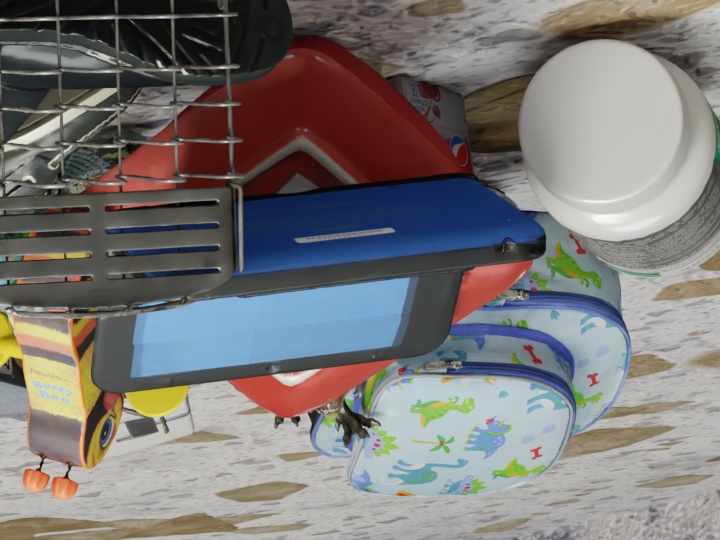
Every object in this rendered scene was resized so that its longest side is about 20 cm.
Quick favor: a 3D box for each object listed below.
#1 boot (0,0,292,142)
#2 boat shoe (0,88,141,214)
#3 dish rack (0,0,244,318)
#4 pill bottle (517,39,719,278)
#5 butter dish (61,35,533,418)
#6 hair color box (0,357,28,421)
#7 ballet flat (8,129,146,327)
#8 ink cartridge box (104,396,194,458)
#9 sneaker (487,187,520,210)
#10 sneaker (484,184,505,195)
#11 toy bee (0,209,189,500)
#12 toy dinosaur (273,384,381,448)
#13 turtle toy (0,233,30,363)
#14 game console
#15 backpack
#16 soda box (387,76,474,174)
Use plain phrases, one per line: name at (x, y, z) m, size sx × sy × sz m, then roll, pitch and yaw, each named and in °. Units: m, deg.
boot at (-0.152, -0.105, 1.361) m, size 0.199 × 0.077 × 0.168 m, roll 4°, pitch 161°, yaw -22°
boat shoe at (-0.189, -0.053, 1.470) m, size 0.199 × 0.075 × 0.066 m, roll -32°, pitch 126°, yaw 4°
dish rack at (-0.116, -0.078, 1.252) m, size 0.153 × 0.201 × 0.055 m, roll -3°, pitch -175°, yaw -19°
pill bottle at (0.158, -0.065, 1.655) m, size 0.113 × 0.113 × 0.200 m, roll -11°, pitch 168°, yaw 13°
butter dish at (-0.031, -0.049, 1.555) m, size 0.199 × 0.148 × 0.200 m, roll -33°, pitch 121°, yaw 28°
hair color box at (-0.252, 0.039, 1.897) m, size 0.060 × 0.099 × 0.200 m, roll -13°, pitch 167°, yaw 17°
ballet flat at (-0.195, -0.003, 1.647) m, size 0.200 × 0.074 × 0.074 m, roll -44°, pitch 158°, yaw 11°
ink cartridge box at (-0.164, 0.031, 1.800) m, size 0.083 × 0.145 × 0.200 m, roll -14°, pitch 168°, yaw -5°
sneaker at (0.000, 0.000, 1.659) m, size 0.200 × 0.071 × 0.080 m, roll -8°, pitch 170°, yaw 4°
sneaker at (0.034, -0.017, 1.856) m, size 0.077 × 0.087 × 0.200 m, roll -19°, pitch 163°, yaw 41°
toy bee at (-0.148, 0.065, 1.531) m, size 0.131 × 0.109 × 0.200 m, roll -1°, pitch 142°, yaw 33°
toy dinosaur at (-0.035, 0.058, 1.698) m, size 0.047 × 0.088 × 0.200 m, roll -29°, pitch -152°, yaw -15°
turtle toy at (-0.268, -0.024, 1.560) m, size 0.199 × 0.146 × 0.101 m, roll 0°, pitch 145°, yaw -31°
game console at (-0.024, 0.022, 1.411) m, size 0.199 × 0.119 × 0.171 m, roll -7°, pitch -162°, yaw -16°
backpack at (0.070, 0.054, 1.783) m, size 0.199 × 0.147 × 0.183 m, roll -4°, pitch 146°, yaw -14°
soda box at (-0.032, -0.056, 1.693) m, size 0.200 × 0.064 × 0.070 m, roll -17°, pitch 165°, yaw 34°
